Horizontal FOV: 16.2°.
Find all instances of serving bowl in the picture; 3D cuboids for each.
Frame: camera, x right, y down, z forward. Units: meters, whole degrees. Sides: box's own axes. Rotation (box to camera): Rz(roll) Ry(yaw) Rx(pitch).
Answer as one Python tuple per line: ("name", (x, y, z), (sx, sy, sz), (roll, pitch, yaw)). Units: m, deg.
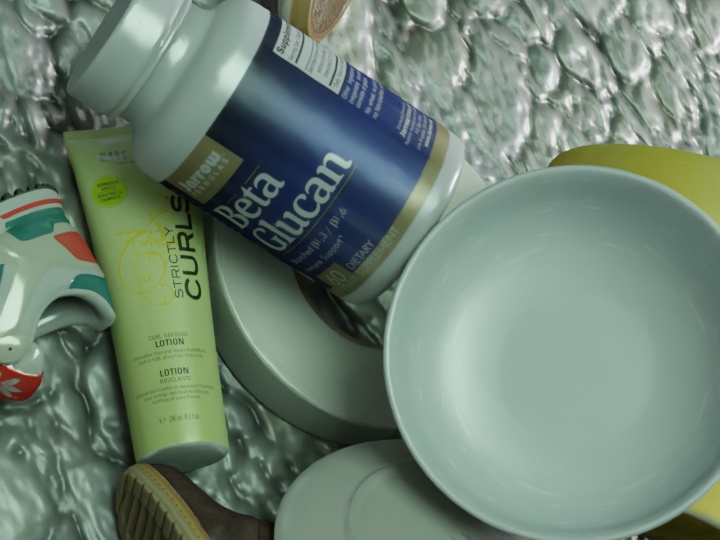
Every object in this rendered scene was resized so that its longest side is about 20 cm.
("serving bowl", (0.114, 0.048, 1.336), (0.200, 0.066, 0.200), (-2, 78, 8))

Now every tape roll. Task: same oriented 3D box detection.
("tape roll", (0.000, 0.000, 1.453), (0.203, 0.037, 0.203), (11, 66, -25))

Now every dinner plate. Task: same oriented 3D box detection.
("dinner plate", (0.054, 0.152, 1.310), (0.200, 0.024, 0.200), (15, 36, -11))

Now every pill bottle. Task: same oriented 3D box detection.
("pill bottle", (-0.054, -0.077, 1.366), (0.200, 0.111, 0.111), (32, 58, -13))

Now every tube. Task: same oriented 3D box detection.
("tube", (-0.113, 0.010, 1.381), (0.058, 0.052, 0.200), (15, 57, -48))

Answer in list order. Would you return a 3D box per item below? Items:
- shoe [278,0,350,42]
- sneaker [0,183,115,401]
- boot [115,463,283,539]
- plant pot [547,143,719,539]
("shoe", (-0.025, -0.226, 1.528), (0.053, 0.070, 0.200), (4, 65, 19))
("sneaker", (-0.211, 0.033, 1.301), (0.200, 0.070, 0.093), (-31, 81, -37))
("boot", (-0.018, 0.160, 1.341), (0.166, 0.072, 0.200), (-21, 58, -38))
("plant pot", (0.179, 0.051, 1.448), (0.201, 0.201, 0.189), (22, 75, -20))
